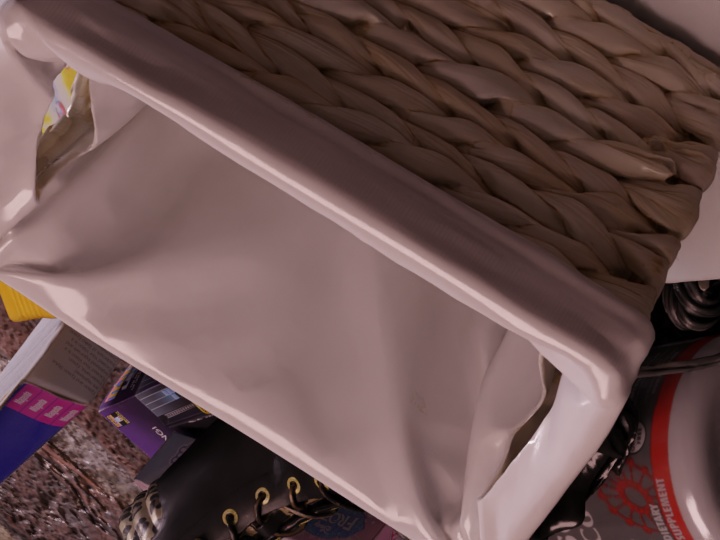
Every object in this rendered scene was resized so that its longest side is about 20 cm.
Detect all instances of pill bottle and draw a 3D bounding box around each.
[{"bbox_3d":[0.124,0.099,0.971,0.116,0.116,0.199,47,145,-22],"label":"pill bottle"}]

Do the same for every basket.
[{"bbox_3d":[-0.001,-0.027,0.602,0.199,0.124,0.136,32,146,5],"label":"basket"}]

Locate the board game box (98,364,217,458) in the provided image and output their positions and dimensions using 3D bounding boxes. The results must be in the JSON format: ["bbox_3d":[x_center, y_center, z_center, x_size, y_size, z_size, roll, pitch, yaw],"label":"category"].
[{"bbox_3d":[-0.033,0.109,1.167,0.200,0.057,0.165,43,144,-16],"label":"board game box"}]

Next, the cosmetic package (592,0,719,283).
[{"bbox_3d":[0.105,-0.109,0.673,0.199,0.168,0.167,-5,131,43],"label":"cosmetic package"}]

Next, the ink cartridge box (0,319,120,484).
[{"bbox_3d":[-0.169,0.059,1.081,0.043,0.200,0.196,38,147,-9],"label":"ink cartridge box"}]

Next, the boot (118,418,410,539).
[{"bbox_3d":[-0.034,0.118,0.986,0.073,0.154,0.204,39,-175,-33],"label":"boot"}]

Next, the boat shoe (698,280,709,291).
[{"bbox_3d":[0.212,-0.021,0.792,0.059,0.072,0.200,33,151,-12],"label":"boat shoe"}]

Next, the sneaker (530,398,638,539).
[{"bbox_3d":[0.084,0.024,0.864,0.076,0.111,0.201,1,119,-25],"label":"sneaker"}]

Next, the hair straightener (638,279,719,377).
[{"bbox_3d":[0.132,-0.015,0.752,0.077,0.200,0.041,8,118,27],"label":"hair straightener"}]

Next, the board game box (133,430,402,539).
[{"bbox_3d":[-0.008,0.186,1.123,0.199,0.043,0.199,12,146,49],"label":"board game box"}]

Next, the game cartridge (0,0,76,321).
[{"bbox_3d":[-0.142,-0.065,0.918,0.200,0.032,0.177,-8,102,56],"label":"game cartridge"}]
